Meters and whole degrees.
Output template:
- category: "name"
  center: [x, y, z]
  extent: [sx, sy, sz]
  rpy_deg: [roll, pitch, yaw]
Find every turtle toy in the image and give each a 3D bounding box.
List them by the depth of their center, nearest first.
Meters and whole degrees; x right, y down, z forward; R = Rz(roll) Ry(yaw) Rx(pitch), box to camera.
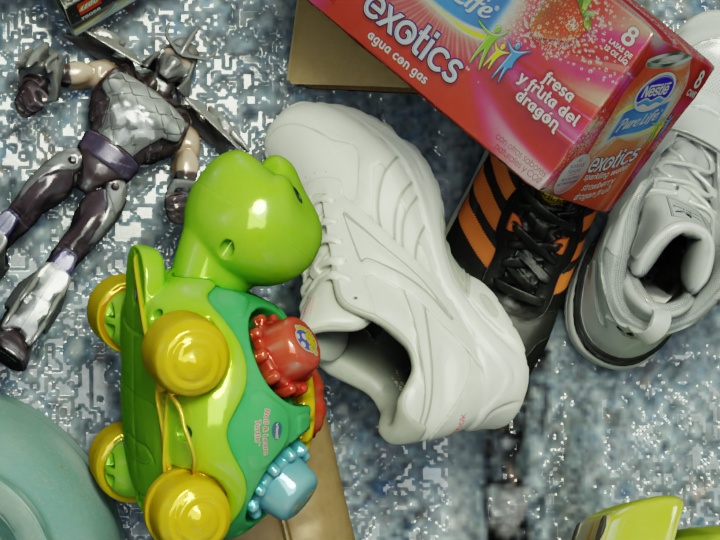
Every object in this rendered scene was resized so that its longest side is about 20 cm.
- category: "turtle toy"
  center: [-0.068, 0.043, 1.369]
  extent: [0.101, 0.146, 0.201]
  rpy_deg: [-3, 101, -19]

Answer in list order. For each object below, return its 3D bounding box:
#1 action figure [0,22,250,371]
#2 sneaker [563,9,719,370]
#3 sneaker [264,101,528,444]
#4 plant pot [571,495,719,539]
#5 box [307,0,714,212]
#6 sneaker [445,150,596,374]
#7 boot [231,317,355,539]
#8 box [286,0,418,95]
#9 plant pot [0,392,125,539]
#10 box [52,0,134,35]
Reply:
- category: "action figure"
  center: [-0.138, -0.045, 1.455]
  extent: [0.130, 0.069, 0.200]
  rpy_deg: [35, 78, 5]
- category: "sneaker"
  center: [0.170, -0.045, 1.471]
  extent: [0.075, 0.115, 0.201]
  rpy_deg: [23, 83, -6]
- category: "sneaker"
  center: [0.000, 0.000, 1.435]
  extent: [0.099, 0.078, 0.200]
  rpy_deg: [-18, 66, -39]
- category: "plant pot"
  center: [0.180, 0.215, 1.416]
  extent: [0.181, 0.200, 0.200]
  rpy_deg: [17, 84, 0]
- category: "box"
  center: [0.060, -0.127, 1.389]
  extent: [0.200, 0.100, 0.096]
  rpy_deg: [41, 101, 23]
- category: "sneaker"
  center: [0.088, -0.031, 1.471]
  extent: [0.070, 0.090, 0.201]
  rpy_deg: [20, 83, -6]
- category: "boot"
  center: [-0.013, 0.121, 1.460]
  extent: [0.174, 0.066, 0.201]
  rpy_deg: [-16, 87, -9]
- category: "box"
  center: [0.049, -0.190, 1.472]
  extent: [0.163, 0.021, 0.201]
  rpy_deg: [4, 84, 27]
- category: "plant pot"
  center: [-0.209, 0.153, 1.396]
  extent: [0.199, 0.134, 0.202]
  rpy_deg: [1, 86, -8]
- category: "box"
  center: [-0.099, -0.230, 1.468]
  extent: [0.199, 0.040, 0.137]
  rpy_deg: [-32, 72, -8]
